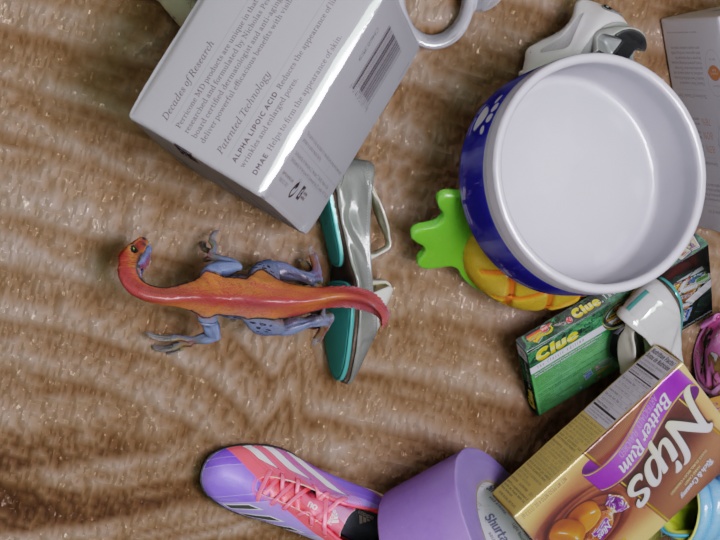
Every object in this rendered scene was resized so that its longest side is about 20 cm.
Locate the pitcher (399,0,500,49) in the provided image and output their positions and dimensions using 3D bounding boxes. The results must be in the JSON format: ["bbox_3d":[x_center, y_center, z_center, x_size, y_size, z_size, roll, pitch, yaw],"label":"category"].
[{"bbox_3d":[0.061,-0.303,1.603,0.172,0.121,0.200,-44,117,9],"label":"pitcher"}]

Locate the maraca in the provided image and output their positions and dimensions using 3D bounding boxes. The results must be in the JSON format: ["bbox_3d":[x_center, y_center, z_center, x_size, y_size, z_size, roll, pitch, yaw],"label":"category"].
[{"bbox_3d":[0.140,-0.027,1.642,0.199,0.107,0.137,15,127,-28],"label":"maraca"}]

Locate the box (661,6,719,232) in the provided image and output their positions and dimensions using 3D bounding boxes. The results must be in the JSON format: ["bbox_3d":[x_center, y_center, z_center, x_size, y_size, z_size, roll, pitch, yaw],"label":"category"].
[{"bbox_3d":[0.357,-0.141,1.688,0.097,0.124,0.201,-13,100,-14],"label":"box"}]

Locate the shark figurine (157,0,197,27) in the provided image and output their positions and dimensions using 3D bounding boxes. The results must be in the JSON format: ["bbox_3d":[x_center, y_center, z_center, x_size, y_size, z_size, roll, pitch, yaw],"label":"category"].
[{"bbox_3d":[-0.141,-0.293,1.549,0.128,0.215,0.090,23,48,11],"label":"shark figurine"}]

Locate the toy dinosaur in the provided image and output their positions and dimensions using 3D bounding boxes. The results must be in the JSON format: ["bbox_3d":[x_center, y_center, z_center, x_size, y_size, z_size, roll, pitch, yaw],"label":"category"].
[{"bbox_3d":[-0.107,0.007,1.570,0.181,0.199,0.106,6,76,-41],"label":"toy dinosaur"}]

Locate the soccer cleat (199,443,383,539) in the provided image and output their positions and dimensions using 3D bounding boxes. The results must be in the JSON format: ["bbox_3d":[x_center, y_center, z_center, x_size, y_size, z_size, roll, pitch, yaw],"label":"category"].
[{"bbox_3d":[-0.046,0.206,1.644,0.199,0.073,0.069,22,90,-17],"label":"soccer cleat"}]

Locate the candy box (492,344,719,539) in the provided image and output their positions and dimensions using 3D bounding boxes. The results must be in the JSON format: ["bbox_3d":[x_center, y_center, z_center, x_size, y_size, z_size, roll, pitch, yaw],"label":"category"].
[{"bbox_3d":[0.228,0.176,1.623,0.200,0.056,0.117,-41,115,-3],"label":"candy box"}]

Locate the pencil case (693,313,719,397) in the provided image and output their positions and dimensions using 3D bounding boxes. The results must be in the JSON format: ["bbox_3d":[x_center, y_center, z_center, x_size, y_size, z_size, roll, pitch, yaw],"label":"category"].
[{"bbox_3d":[0.415,0.097,1.754,0.199,0.087,0.083,14,112,-17],"label":"pencil case"}]

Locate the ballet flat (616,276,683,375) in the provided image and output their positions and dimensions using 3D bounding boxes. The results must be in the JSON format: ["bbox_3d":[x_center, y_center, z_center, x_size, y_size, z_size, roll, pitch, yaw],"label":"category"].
[{"bbox_3d":[0.266,0.089,1.690,0.069,0.069,0.201,-28,134,-11],"label":"ballet flat"}]

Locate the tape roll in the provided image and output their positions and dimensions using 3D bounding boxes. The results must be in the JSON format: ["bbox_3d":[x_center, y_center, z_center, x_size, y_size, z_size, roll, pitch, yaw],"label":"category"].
[{"bbox_3d":[0.105,0.263,1.619,0.085,0.200,0.200,-30,105,19],"label":"tape roll"}]

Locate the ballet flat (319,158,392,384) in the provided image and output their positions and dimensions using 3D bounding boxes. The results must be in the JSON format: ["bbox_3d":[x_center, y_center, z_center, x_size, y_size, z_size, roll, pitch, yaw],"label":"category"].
[{"bbox_3d":[0.000,0.000,1.639,0.063,0.067,0.201,-8,99,-23],"label":"ballet flat"}]

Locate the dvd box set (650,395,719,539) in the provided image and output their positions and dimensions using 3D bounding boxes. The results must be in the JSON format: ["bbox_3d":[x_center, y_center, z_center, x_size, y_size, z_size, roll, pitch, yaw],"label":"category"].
[{"bbox_3d":[0.266,0.197,1.716,0.199,0.029,0.147,-17,132,-13],"label":"dvd box set"}]

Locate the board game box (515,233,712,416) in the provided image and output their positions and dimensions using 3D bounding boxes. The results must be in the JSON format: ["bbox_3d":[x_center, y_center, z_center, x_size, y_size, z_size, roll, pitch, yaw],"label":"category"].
[{"bbox_3d":[0.236,0.051,1.701,0.199,0.023,0.105,-29,143,-11],"label":"board game box"}]

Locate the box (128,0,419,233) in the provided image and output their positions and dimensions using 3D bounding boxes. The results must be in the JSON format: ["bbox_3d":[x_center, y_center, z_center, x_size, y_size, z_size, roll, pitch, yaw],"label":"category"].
[{"bbox_3d":[-0.064,-0.157,1.518,0.130,0.199,0.201,31,88,12],"label":"box"}]

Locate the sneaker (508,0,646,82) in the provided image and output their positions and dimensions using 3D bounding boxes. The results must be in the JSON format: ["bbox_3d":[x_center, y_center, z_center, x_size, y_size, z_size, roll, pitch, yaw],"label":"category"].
[{"bbox_3d":[0.169,-0.155,1.670,0.074,0.089,0.200,25,109,-46],"label":"sneaker"}]

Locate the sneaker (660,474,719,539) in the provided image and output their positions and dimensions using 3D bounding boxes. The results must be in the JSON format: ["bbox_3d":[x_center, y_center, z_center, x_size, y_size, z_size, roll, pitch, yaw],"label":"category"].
[{"bbox_3d":[0.336,0.243,1.725,0.130,0.080,0.201,-7,141,-1],"label":"sneaker"}]

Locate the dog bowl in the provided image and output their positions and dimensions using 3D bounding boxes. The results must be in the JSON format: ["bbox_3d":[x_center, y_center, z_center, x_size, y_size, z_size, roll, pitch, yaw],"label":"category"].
[{"bbox_3d":[0.186,-0.079,1.561,0.199,0.079,0.201,1,86,-21],"label":"dog bowl"}]
